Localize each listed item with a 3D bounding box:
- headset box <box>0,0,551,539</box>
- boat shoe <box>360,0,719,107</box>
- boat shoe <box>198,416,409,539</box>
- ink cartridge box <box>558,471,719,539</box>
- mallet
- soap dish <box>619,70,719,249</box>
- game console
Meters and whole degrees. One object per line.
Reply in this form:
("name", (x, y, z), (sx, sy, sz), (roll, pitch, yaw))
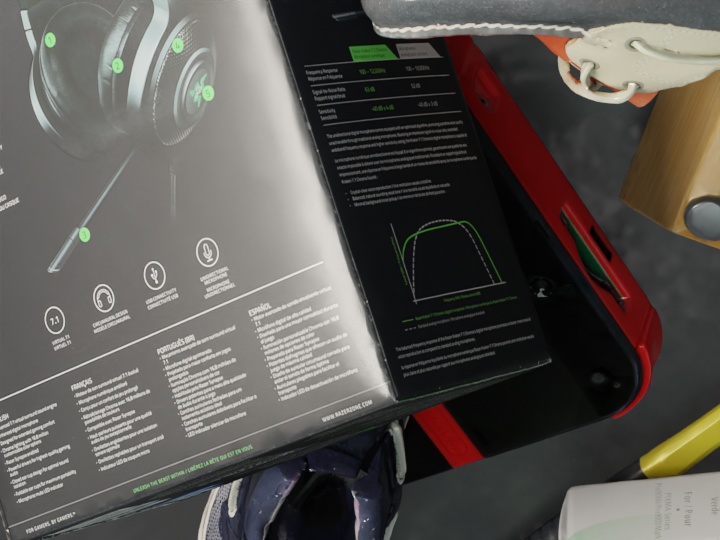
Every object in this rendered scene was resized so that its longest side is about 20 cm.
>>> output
("headset box", (-0.058, -0.033, 0.820), (0.173, 0.093, 0.201), (-23, 82, 35))
("boat shoe", (0.095, -0.081, 0.779), (0.198, 0.071, 0.063), (-3, 115, -10))
("boat shoe", (-0.028, 0.107, 0.955), (0.074, 0.093, 0.201), (14, 133, 0))
("ink cartridge box", (0.187, 0.144, 0.974), (0.198, 0.050, 0.162), (-6, 128, 14))
("mallet", (0.113, 0.068, 0.975), (0.199, 0.041, 0.066), (-32, 108, 25))
("soap dish", (0.196, -0.077, 0.864), (0.156, 0.081, 0.201), (20, 116, -1))
("game console", (0.000, 0.000, 0.936), (0.176, 0.031, 0.200), (-19, 124, 28))
